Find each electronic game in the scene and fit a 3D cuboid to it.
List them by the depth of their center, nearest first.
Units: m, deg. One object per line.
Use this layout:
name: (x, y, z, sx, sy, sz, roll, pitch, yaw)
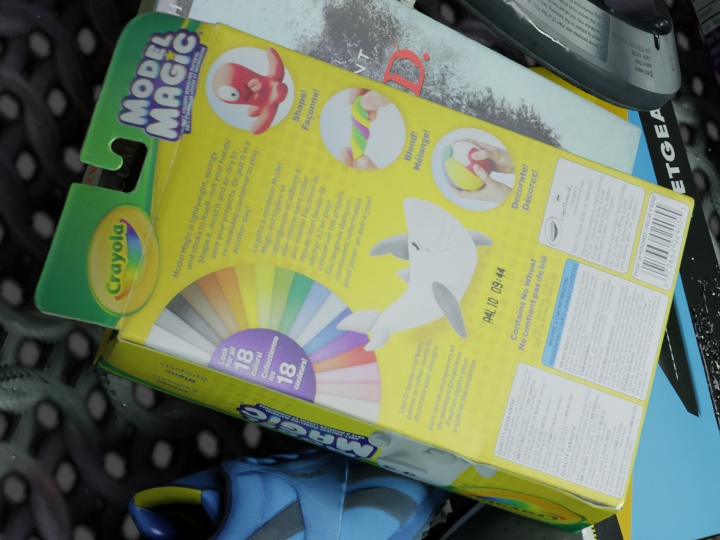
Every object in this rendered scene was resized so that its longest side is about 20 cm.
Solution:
electronic game: (0.050, -0.136, 1.012, 0.200, 0.042, 0.200, 37, 19, -15)

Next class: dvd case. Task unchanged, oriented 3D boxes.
dvd case: (0.002, -0.026, 0.895, 0.200, 0.022, 0.146, 25, 67, -22)

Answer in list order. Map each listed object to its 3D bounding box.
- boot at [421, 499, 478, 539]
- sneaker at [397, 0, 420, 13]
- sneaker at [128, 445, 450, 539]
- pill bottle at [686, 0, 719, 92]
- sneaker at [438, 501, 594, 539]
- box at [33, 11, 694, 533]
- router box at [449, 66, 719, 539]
boot: (0.035, 0.193, 0.882, 0.158, 0.079, 0.211, 53, 45, -13)
sneaker: (-0.043, -0.058, 0.921, 0.115, 0.076, 0.200, 18, 61, -34)
sneaker: (-0.027, 0.083, 0.856, 0.078, 0.066, 0.200, 49, 27, -3)
pill bottle: (0.213, -0.113, 1.160, 0.112, 0.112, 0.200, -13, 82, -46)
sneaker: (0.018, 0.146, 0.807, 0.071, 0.099, 0.200, 28, 74, 15)
box: (0.000, 0.000, 0.829, 0.200, 0.048, 0.117, 21, 68, -11)
router box: (0.085, 0.019, 1.023, 0.149, 0.051, 0.200, -8, 79, -44)
